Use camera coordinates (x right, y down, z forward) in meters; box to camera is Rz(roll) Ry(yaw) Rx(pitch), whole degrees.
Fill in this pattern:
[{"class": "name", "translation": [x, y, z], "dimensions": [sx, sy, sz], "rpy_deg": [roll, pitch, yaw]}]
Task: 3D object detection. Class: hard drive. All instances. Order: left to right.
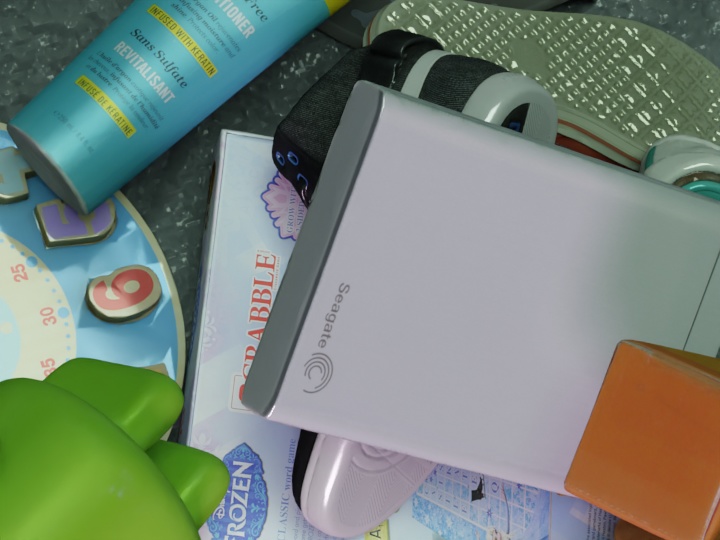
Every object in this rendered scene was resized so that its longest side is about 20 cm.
[{"class": "hard drive", "translation": [0.060, 0.015, 1.151], "dimensions": [0.199, 0.027, 0.133], "rpy_deg": [16, 97, -34]}]

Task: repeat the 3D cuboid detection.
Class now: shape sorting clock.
[{"class": "shape sorting clock", "translation": [-0.171, 0.029, 1.216], "dimensions": [0.198, 0.039, 0.201], "rpy_deg": [3, 73, -9]}]

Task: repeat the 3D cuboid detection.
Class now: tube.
[{"class": "tube", "translation": [-0.060, -0.107, 1.234], "dimensions": [0.200, 0.050, 0.077], "rpy_deg": [-44, 91, -13]}]

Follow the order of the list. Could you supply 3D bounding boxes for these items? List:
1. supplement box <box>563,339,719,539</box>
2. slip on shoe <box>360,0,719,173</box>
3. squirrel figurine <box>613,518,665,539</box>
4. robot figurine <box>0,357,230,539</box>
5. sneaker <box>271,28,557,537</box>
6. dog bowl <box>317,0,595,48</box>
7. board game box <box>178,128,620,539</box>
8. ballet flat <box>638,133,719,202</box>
[{"class": "supplement box", "translation": [0.156, 0.074, 1.171], "dimensions": [0.066, 0.200, 0.069], "rpy_deg": [24, 97, 28]}, {"class": "slip on shoe", "translation": [0.087, -0.072, 1.285], "dimensions": [0.199, 0.061, 0.075], "rpy_deg": [9, 60, -21]}, {"class": "squirrel figurine", "translation": [0.168, 0.213, 1.157], "dimensions": [0.199, 0.141, 0.188], "rpy_deg": [15, 91, -16]}, {"class": "robot figurine", "translation": [-0.140, 0.122, 1.118], "dimensions": [0.200, 0.115, 0.176], "rpy_deg": [-46, 126, -28]}, {"class": "sneaker", "translation": [0.000, 0.000, 1.202], "dimensions": [0.112, 0.073, 0.201], "rpy_deg": [27, 96, 38]}, {"class": "dog bowl", "translation": [0.037, -0.195, 1.312], "dimensions": [0.199, 0.059, 0.202], "rpy_deg": [3, 73, -9]}, {"class": "board game box", "translation": [0.024, 0.053, 1.241], "dimensions": [0.198, 0.041, 0.201], "rpy_deg": [9, 72, -7]}, {"class": "ballet flat", "translation": [0.198, -0.001, 1.268], "dimensions": [0.199, 0.069, 0.070], "rpy_deg": [33, 68, -24]}]
